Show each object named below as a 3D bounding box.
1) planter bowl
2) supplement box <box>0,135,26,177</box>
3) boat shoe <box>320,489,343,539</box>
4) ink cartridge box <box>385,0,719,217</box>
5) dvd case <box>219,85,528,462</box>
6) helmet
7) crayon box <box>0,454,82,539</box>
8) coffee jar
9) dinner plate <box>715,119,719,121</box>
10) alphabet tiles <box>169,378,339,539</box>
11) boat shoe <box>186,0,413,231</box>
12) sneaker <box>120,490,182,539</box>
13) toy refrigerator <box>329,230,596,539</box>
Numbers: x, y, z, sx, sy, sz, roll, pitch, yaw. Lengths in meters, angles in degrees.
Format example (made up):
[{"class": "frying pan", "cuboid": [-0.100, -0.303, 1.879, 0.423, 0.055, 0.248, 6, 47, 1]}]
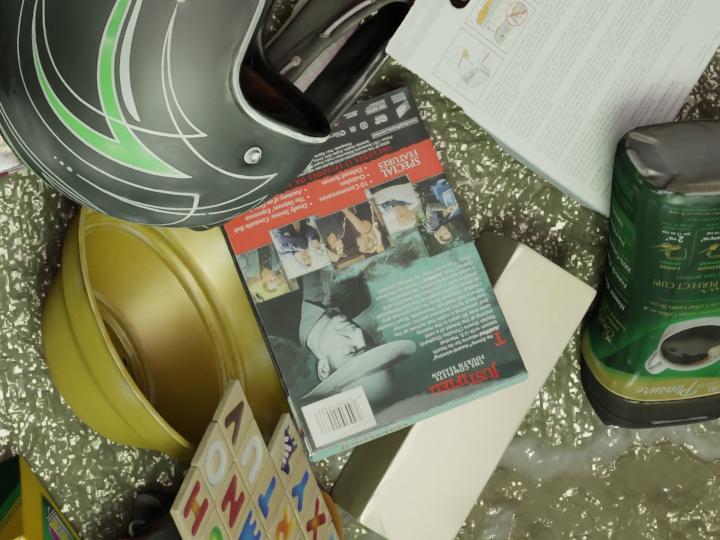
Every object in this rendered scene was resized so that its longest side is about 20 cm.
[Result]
[{"class": "planter bowl", "cuboid": [-0.132, 0.042, 1.525, 0.083, 0.201, 0.201, -28, 107, 26]}, {"class": "supplement box", "cuboid": [-0.279, -0.140, 1.482, 0.110, 0.086, 0.201, -20, 101, -13]}, {"class": "boat shoe", "cuboid": [-0.063, 0.234, 1.595, 0.070, 0.070, 0.201, 24, 69, -32]}, {"class": "ink cartridge box", "cuboid": [0.123, -0.153, 1.601, 0.200, 0.057, 0.163, 33, 88, -22]}, {"class": "dvd case", "cuboid": [0.000, 0.000, 1.562, 0.145, 0.022, 0.201, -21, 74, -8]}, {"class": "helmet", "cuboid": [-0.115, -0.120, 1.426, 0.199, 0.200, 0.192, -3, 104, -15]}, {"class": "crayon box", "cuboid": [-0.169, 0.225, 1.510, 0.058, 0.173, 0.201, -32, 104, 0]}, {"class": "coffee jar", "cuboid": [0.199, 0.007, 1.599, 0.104, 0.085, 0.201, -5, 128, -16]}, {"class": "dinner plate", "cuboid": [0.268, -0.022, 1.637, 0.199, 0.024, 0.201, 6, 126, 9]}, {"class": "alphabet tiles", "cuboid": [-0.061, 0.167, 1.486, 0.201, 0.008, 0.168, 70, 32, -41]}, {"class": "boat shoe", "cuboid": [-0.041, -0.103, 1.542, 0.200, 0.057, 0.067, -55, 141, -18]}, {"class": "sneaker", "cuboid": [-0.120, 0.200, 1.526, 0.081, 0.200, 0.077, 15, 115, -6]}, {"class": "toy refrigerator", "cuboid": [0.066, 0.081, 1.613, 0.070, 0.076, 0.201, 31, 87, -17]}]
